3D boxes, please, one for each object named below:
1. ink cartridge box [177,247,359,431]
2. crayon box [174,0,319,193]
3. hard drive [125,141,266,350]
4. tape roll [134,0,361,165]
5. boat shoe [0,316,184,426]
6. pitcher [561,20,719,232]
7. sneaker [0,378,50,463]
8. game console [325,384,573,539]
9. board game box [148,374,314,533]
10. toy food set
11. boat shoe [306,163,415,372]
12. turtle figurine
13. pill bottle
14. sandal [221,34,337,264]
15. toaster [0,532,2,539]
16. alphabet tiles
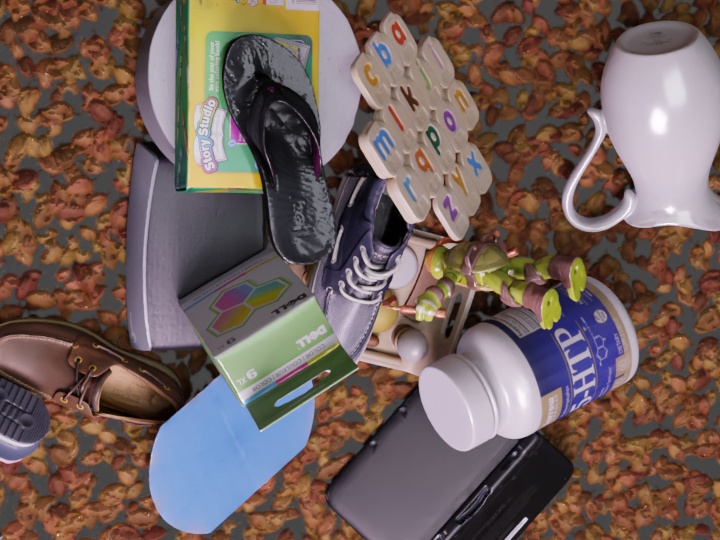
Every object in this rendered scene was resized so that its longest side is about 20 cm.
[{"bbox_3d":[-0.085,0.056,1.518,0.104,0.200,0.059,-31,116,-6],"label":"ink cartridge box"},{"bbox_3d":[-0.098,-0.167,1.479,0.118,0.058,0.201,0,92,-17],"label":"crayon box"},{"bbox_3d":[-0.152,-0.019,1.607,0.134,0.042,0.201,-1,105,-17],"label":"hard drive"},{"bbox_3d":[-0.101,-0.173,1.543,0.199,0.066,0.202,-1,92,-17],"label":"tape roll"},{"bbox_3d":[-0.254,0.098,1.595,0.199,0.068,0.072,20,99,-21],"label":"boat shoe"},{"bbox_3d":[0.276,-0.133,1.678,0.171,0.121,0.201,-10,120,2],"label":"pitcher"},{"bbox_3d":[-0.384,0.113,1.563,0.200,0.082,0.070,36,49,-5],"label":"sneaker"},{"bbox_3d":[0.095,0.220,1.767,0.200,0.116,0.176,-48,143,1],"label":"game console"},{"bbox_3d":[-0.133,0.155,1.650,0.200,0.039,0.158,-41,136,-21],"label":"board game box"},{"bbox_3d":[0.010,0.025,1.661,0.199,0.060,0.144,14,101,-21],"label":"toy food set"},{"bbox_3d":[0.000,0.000,1.583,0.074,0.093,0.201,9,91,-19],"label":"boat shoe"},{"bbox_3d":[0.123,-0.003,1.575,0.200,0.161,0.065,-29,125,-50],"label":"turtle figurine"},{"bbox_3d":[0.162,0.095,1.673,0.199,0.120,0.120,-25,112,-25],"label":"pill bottle"},{"bbox_3d":[-0.060,-0.104,1.438,0.075,0.048,0.201,-20,100,-16],"label":"sandal"},{"bbox_3d":[-0.429,0.237,1.523,0.199,0.181,0.119,10,99,-20],"label":"toaster"},{"bbox_3d":[0.056,-0.133,1.577,0.015,0.200,0.196,-18,116,33],"label":"alphabet tiles"}]
